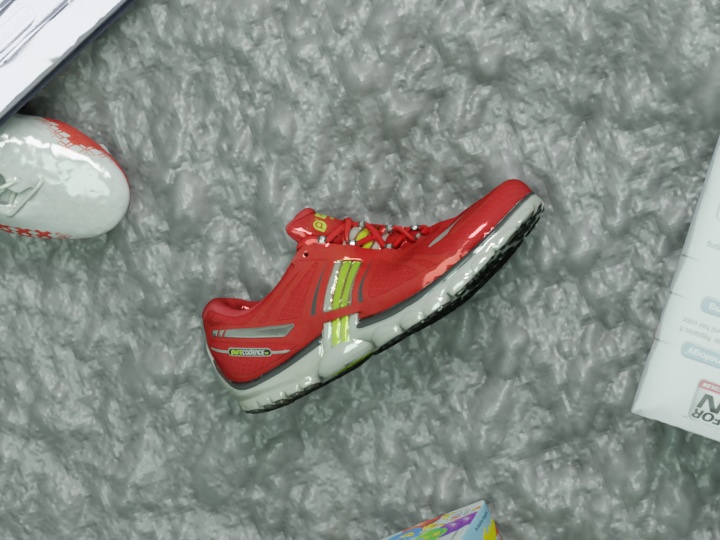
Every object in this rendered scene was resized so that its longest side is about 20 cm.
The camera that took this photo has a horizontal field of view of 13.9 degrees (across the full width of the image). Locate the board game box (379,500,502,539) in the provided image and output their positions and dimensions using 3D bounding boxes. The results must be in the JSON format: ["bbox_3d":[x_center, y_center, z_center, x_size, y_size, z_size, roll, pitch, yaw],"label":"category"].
[{"bbox_3d":[0.053,0.240,1.544,0.103,0.105,0.200,-23,97,18],"label":"board game box"}]

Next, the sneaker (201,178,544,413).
[{"bbox_3d":[0.000,0.000,1.521,0.200,0.077,0.085,-31,88,19],"label":"sneaker"}]

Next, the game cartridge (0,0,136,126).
[{"bbox_3d":[-0.208,-0.141,1.520,0.200,0.038,0.130,-44,84,-11],"label":"game cartridge"}]

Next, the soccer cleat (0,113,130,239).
[{"bbox_3d":[-0.220,-0.062,1.557,0.200,0.085,0.069,23,107,9],"label":"soccer cleat"}]

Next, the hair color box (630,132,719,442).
[{"bbox_3d":[0.214,-0.010,1.469,0.099,0.061,0.200,19,106,10],"label":"hair color box"}]
